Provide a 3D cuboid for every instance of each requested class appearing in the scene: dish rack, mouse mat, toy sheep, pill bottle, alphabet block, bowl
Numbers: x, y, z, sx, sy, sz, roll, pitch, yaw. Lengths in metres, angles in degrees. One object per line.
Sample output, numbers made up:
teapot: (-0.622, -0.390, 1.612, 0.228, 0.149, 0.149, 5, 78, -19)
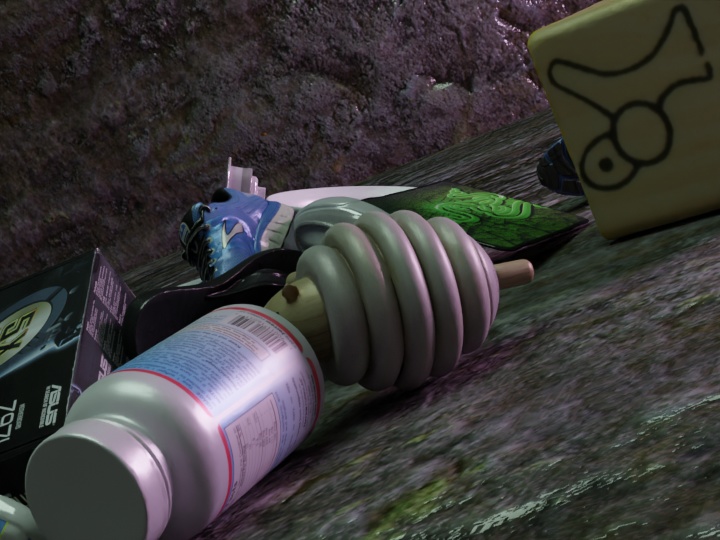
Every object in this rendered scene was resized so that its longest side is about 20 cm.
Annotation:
dish rack: (-0.124, -0.008, 1.487, 0.043, 0.172, 0.200, 6, -16, -5)
mouse mat: (0.105, -0.053, 1.356, 0.161, 0.008, 0.200, 17, 16, 26)
toy sheep: (0.024, 0.019, 1.013, 0.200, 0.138, 0.138, -18, 5, -16)
pill bottle: (-0.110, 0.099, 0.897, 0.109, 0.109, 0.200, -19, 7, 30)
alphabet block: (0.293, -0.160, 1.242, 0.200, 0.196, 0.196, -16, 8, 40)
bowl: (0.007, -0.028, 1.451, 0.201, 0.090, 0.201, -1, 10, 0)

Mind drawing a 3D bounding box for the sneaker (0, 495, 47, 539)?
sneaker: (-0.290, 0.201, 0.946, 0.200, 0.076, 0.105, -9, 41, 30)

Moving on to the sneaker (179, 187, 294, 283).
sneaker: (-0.119, -0.005, 1.251, 0.079, 0.089, 0.200, -60, 10, 31)

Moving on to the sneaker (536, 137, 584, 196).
sneaker: (0.277, -0.122, 1.557, 0.200, 0.075, 0.078, -16, -4, -12)

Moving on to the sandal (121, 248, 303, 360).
sandal: (-0.093, 0.035, 1.131, 0.048, 0.075, 0.200, 11, 21, 39)

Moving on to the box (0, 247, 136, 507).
box: (-0.250, 0.101, 1.082, 0.164, 0.086, 0.200, -21, 37, 16)

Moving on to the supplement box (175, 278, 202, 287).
supplement box: (-0.187, 0.078, 1.344, 0.200, 0.101, 0.103, -17, 9, 38)

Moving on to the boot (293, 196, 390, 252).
boot: (0.000, 0.000, 1.216, 0.200, 0.074, 0.096, 18, 37, 36)
